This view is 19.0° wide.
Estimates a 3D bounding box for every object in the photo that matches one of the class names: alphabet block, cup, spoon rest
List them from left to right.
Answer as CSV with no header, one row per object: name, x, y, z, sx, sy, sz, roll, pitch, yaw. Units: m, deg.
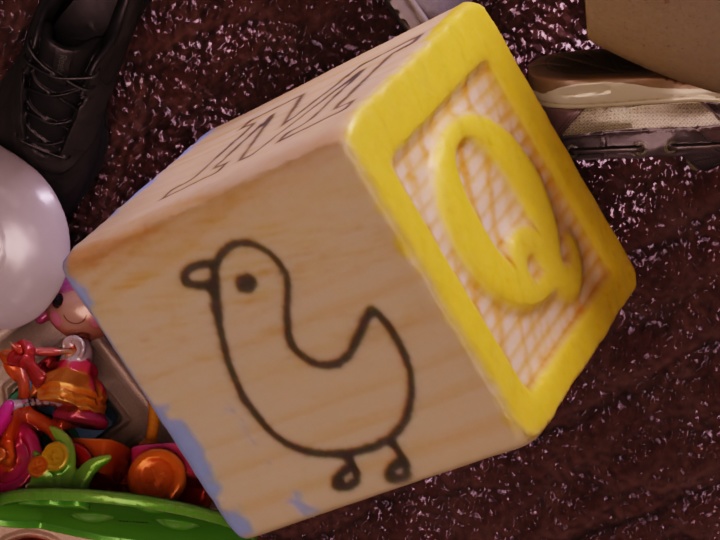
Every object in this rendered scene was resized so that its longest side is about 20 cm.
spoon rest,-0.241,-0.053,1.245,0.200,0.061,0.099,47,115,10
alphabet block,0.000,0.000,1.170,0.200,0.196,0.195,-24,106,34
cup,0.189,-0.178,1.152,0.143,0.200,0.200,-5,103,6

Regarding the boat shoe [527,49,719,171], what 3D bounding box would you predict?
boat shoe,0.195,-0.091,1.242,0.200,0.073,0.065,3,117,3

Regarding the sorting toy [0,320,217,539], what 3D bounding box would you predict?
sorting toy,-0.195,0.140,1.327,0.185,0.036,0.200,-37,99,10

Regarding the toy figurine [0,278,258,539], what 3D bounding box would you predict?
toy figurine,-0.148,0.058,1.257,0.200,0.150,0.184,2,73,14

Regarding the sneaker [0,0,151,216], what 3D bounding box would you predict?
sneaker,-0.173,-0.111,1.239,0.076,0.091,0.200,17,105,-4

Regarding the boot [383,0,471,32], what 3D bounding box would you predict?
boot,0.085,-0.225,1.218,0.200,0.073,0.182,-32,102,3
